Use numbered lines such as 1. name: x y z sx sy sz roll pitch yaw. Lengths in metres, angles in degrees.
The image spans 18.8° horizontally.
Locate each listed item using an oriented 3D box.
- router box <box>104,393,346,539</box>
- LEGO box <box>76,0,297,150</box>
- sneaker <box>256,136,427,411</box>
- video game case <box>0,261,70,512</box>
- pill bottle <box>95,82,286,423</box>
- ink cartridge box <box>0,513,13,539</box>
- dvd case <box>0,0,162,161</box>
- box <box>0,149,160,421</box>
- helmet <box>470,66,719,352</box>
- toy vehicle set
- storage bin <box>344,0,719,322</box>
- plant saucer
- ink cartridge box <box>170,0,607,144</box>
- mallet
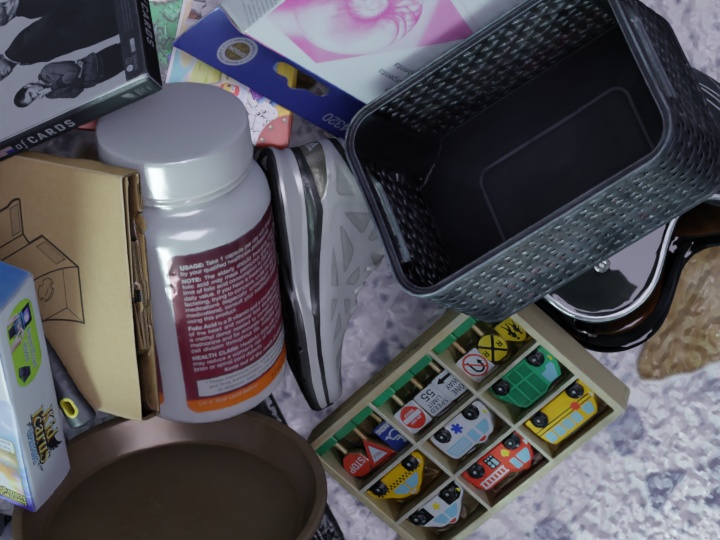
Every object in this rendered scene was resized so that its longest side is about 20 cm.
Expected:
1. router box: -0.092 0.184 1.487 0.149 0.051 0.200 -27 98 -6
2. LEGO box: -0.114 -0.186 1.446 0.149 0.077 0.201 4 93 -10
3. sneaker: 0.000 0.000 1.457 0.115 0.076 0.201 -13 123 -12
4. video game case: -0.282 0.044 1.347 0.200 0.182 0.045 21 49 21
5. pill bottle: -0.111 -0.012 1.400 0.114 0.114 0.200 -11 127 -10
6. ink cartridge box: -0.267 0.231 1.419 0.200 0.084 0.145 15 97 0
7. dvd case: -0.223 -0.139 1.365 0.200 0.025 0.151 -22 58 17
8. box: -0.212 0.002 1.381 0.021 0.200 0.164 -28 121 -49
9. helmet: 0.172 -0.054 1.453 0.200 0.200 0.191 39 88 -11
10. toy vehicle set: 0.069 0.101 1.467 0.124 0.027 0.200 40 123 -10
11. storage bin: 0.107 -0.073 1.331 0.200 0.094 0.135 -32 64 22
12. plant saucer: -0.119 0.154 1.371 0.200 0.200 0.030 -12 125 -10
13. ink cartridge box: 0.020 -0.147 1.358 0.200 0.043 0.196 -37 141 25
14. mallet: -0.230 0.015 1.339 0.066 0.041 0.200 -17 109 18
